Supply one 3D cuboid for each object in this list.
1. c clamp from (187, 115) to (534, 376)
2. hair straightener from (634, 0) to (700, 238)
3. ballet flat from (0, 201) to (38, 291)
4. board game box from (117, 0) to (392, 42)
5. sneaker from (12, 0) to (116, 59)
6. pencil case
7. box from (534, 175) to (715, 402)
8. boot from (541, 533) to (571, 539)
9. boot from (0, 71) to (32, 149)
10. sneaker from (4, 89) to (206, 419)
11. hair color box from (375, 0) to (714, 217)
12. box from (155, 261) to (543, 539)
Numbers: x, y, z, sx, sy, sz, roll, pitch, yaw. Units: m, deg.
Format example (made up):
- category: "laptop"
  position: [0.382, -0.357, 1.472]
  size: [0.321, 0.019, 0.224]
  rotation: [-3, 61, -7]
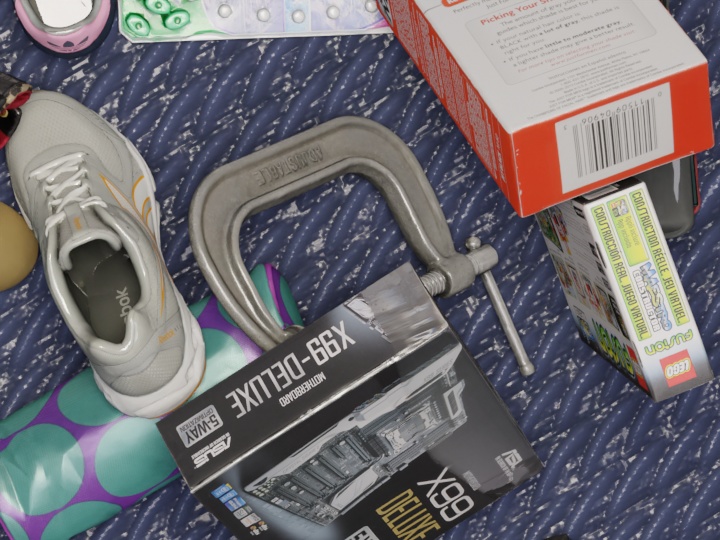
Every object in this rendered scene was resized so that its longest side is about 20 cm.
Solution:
- category: "c clamp"
  position: [0.000, 0.000, 1.512]
  size: [0.200, 0.027, 0.171]
  rotation: [-18, 85, -41]
- category: "hair straightener"
  position: [0.164, -0.111, 1.518]
  size: [0.041, 0.077, 0.200]
  rotation: [3, 111, 12]
- category: "ballet flat"
  position: [-0.274, -0.023, 1.510]
  size: [0.200, 0.063, 0.069]
  rotation: [12, 96, -8]
- category: "board game box"
  position: [-0.037, -0.228, 1.528]
  size: [0.200, 0.026, 0.200]
  rotation: [-3, 97, -6]
- category: "sneaker"
  position: [-0.167, -0.212, 1.487]
  size: [0.070, 0.082, 0.200]
  rotation: [-14, 98, -4]
- category: "pencil case"
  position: [-0.113, 0.081, 1.529]
  size: [0.200, 0.092, 0.085]
  rotation: [-31, 56, -1]
- category: "box"
  position: [0.134, -0.002, 1.486]
  size: [0.035, 0.200, 0.110]
  rotation: [-22, 100, -3]
- category: "boot"
  position: [0.097, 0.257, 1.555]
  size: [0.200, 0.070, 0.132]
  rotation: [-45, 99, -20]
- category: "boot"
  position: [-0.237, -0.134, 1.476]
  size: [0.151, 0.073, 0.200]
  rotation: [38, 91, 7]
- category: "sneaker"
  position: [-0.142, -0.023, 1.476]
  size: [0.076, 0.092, 0.200]
  rotation: [-28, 64, 1]
- category: "hair color box"
  position: [0.089, -0.123, 1.444]
  size: [0.111, 0.200, 0.064]
  rotation: [-20, 135, -10]
- category: "box"
  position: [-0.001, 0.095, 1.492]
  size: [0.158, 0.200, 0.050]
  rotation: [-32, 58, 1]
